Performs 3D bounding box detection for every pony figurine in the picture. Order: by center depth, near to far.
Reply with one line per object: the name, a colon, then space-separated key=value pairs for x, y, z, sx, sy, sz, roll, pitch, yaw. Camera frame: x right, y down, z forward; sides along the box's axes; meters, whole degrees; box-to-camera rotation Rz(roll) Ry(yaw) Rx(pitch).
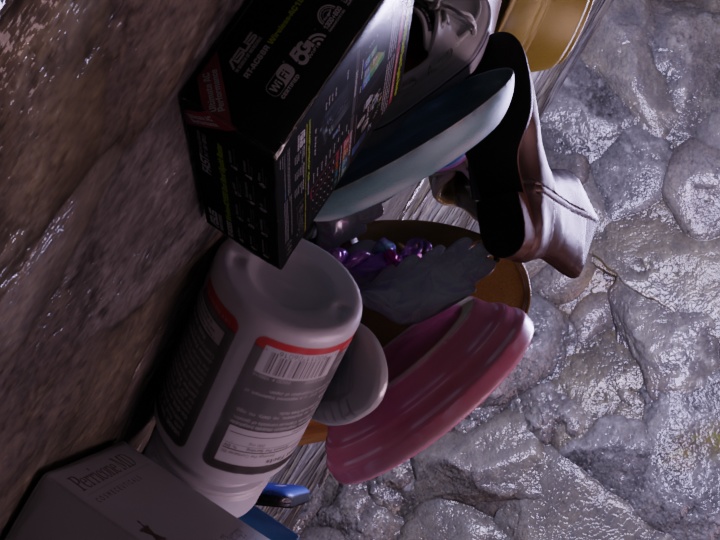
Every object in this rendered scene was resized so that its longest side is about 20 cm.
pony figurine: x=0.000 y=0.000 z=1.174 sx=0.192 sy=0.167 sz=0.200 roll=-36 pitch=164 yaw=-1

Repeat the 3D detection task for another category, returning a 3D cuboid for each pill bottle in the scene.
pill bottle: x=-0.085 y=0.080 z=1.029 sx=0.201 sy=0.113 sz=0.114 roll=-63 pitch=172 yaw=34

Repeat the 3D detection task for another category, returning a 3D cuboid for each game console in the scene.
game console: x=-0.146 y=0.269 z=1.414 sx=0.200 sy=0.168 sz=0.120 roll=64 pitch=31 yaw=-82

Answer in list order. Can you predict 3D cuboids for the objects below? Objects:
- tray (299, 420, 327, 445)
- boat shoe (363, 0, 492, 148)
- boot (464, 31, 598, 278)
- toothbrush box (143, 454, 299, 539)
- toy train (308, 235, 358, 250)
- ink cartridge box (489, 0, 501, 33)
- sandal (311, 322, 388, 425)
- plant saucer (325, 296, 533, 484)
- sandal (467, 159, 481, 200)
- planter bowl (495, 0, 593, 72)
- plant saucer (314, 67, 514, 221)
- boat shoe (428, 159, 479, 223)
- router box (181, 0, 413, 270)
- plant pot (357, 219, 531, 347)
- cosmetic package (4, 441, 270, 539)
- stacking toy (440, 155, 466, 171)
tray: x=-0.046 y=0.130 z=1.301 sx=0.198 sy=0.037 sz=0.099 roll=-10 pitch=156 yaw=-14
boat shoe: x=0.042 y=-0.178 z=1.050 sx=0.202 sy=0.074 sz=0.087 roll=-42 pitch=161 yaw=-36
boot: x=0.150 y=-0.091 z=1.190 sx=0.199 sy=0.064 sz=0.189 roll=5 pitch=84 yaw=-61
toothbrush box: x=-0.161 y=0.264 z=1.139 sx=0.201 sy=0.146 sz=0.085 roll=-56 pitch=172 yaw=-15
toy train: x=-0.023 y=-0.024 z=1.305 sx=0.201 sy=0.046 sz=0.034 roll=-61 pitch=173 yaw=17
ink cartridge box: x=0.105 y=-0.262 z=1.214 sx=0.145 sy=0.047 sz=0.202 roll=-12 pitch=115 yaw=-81
sandal: x=-0.028 y=0.078 z=1.092 sx=0.202 sy=0.049 sz=0.084 roll=-12 pitch=-101 yaw=57
plant saucer: x=0.045 y=0.086 z=1.119 sx=0.200 sy=0.051 sz=0.201 roll=-39 pitch=-173 yaw=6
sandal: x=0.123 y=-0.123 z=1.257 sx=0.201 sy=0.047 sz=0.076 roll=-67 pitch=153 yaw=-63
planter bowl: x=0.175 y=-0.259 z=1.370 sx=0.200 sy=0.083 sz=0.202 roll=-158 pitch=-90 yaw=-85
plant saucer: x=0.030 y=-0.088 z=1.037 sx=0.199 sy=0.028 sz=0.200 roll=-29 pitch=-167 yaw=7
boat shoe: x=0.096 y=-0.096 z=1.381 sx=0.069 sy=0.200 sz=0.071 roll=-32 pitch=142 yaw=-16
router box: x=-0.032 y=-0.104 z=0.826 sx=0.151 sy=0.062 sz=0.200 roll=-56 pitch=173 yaw=-16
plant pot: x=0.071 y=0.029 z=1.355 sx=0.187 sy=0.186 sz=0.200 roll=-56 pitch=-163 yaw=-22
cosmetic package: x=-0.144 y=0.246 z=0.943 sx=0.167 sy=0.199 sz=0.167 roll=-58 pitch=173 yaw=5
stacking toy: x=0.065 y=-0.121 z=1.252 sx=0.086 sy=0.085 sz=0.200 roll=-60 pitch=-179 yaw=12
